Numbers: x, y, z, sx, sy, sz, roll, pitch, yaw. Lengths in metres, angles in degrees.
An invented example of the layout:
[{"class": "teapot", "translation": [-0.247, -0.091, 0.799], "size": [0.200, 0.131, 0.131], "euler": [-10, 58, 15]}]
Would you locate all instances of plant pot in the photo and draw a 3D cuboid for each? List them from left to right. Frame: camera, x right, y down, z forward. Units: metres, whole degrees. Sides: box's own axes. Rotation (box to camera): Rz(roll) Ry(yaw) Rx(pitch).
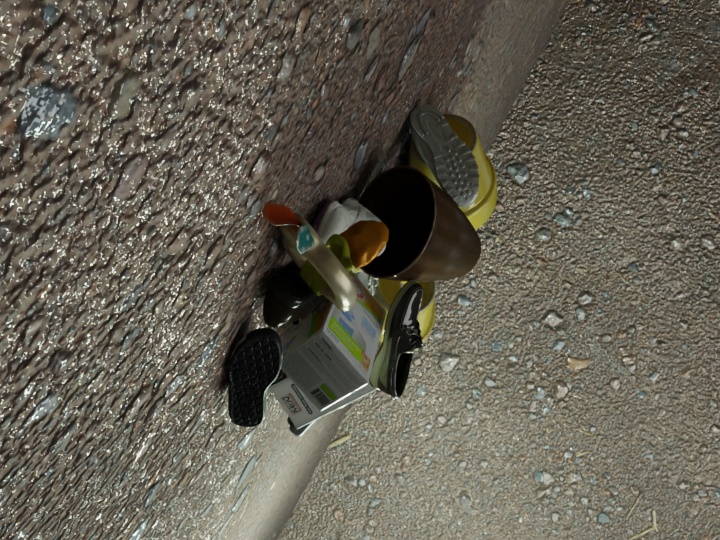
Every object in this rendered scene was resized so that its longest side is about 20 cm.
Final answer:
[{"class": "plant pot", "translation": [0.072, 0.065, 1.460], "size": [0.202, 0.199, 0.189], "euler": [-56, 176, -26]}, {"class": "plant pot", "translation": [0.114, -0.057, 1.211], "size": [0.199, 0.187, 0.189], "euler": [18, 104, -44]}, {"class": "plant pot", "translation": [0.174, -0.200, 1.405], "size": [0.202, 0.199, 0.190], "euler": [-57, 156, -20]}]

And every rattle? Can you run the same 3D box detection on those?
[{"class": "rattle", "translation": [-0.029, -0.049, 0.866], "size": [0.141, 0.131, 0.201], "euler": [-28, 141, -4]}]

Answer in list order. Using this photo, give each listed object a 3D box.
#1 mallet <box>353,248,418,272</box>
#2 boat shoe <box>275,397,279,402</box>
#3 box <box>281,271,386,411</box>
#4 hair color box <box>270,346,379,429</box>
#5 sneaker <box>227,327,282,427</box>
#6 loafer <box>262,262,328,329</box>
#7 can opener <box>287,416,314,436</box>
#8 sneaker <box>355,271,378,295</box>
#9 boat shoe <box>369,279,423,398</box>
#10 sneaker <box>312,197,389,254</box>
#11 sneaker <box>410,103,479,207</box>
[{"class": "mallet", "translation": [0.019, -0.015, 1.246], "size": [0.198, 0.041, 0.066], "euler": [-20, 146, -21]}, {"class": "boat shoe", "translation": [-0.104, 0.161, 1.341], "size": [0.201, 0.072, 0.062], "euler": [-52, 127, -8]}, {"class": "box", "translation": [-0.041, 0.101, 1.109], "size": [0.101, 0.113, 0.201], "euler": [-33, -163, 25]}, {"class": "hair color box", "translation": [-0.053, 0.190, 1.256], "size": [0.198, 0.101, 0.061], "euler": [-28, -165, 12]}, {"class": "sneaker", "translation": [-0.157, 0.140, 1.011], "size": [0.083, 0.071, 0.202], "euler": [-91, -163, -49]}, {"class": "loafer", "translation": [-0.092, 0.035, 1.004], "size": [0.072, 0.073, 0.200], "euler": [-53, 169, 16]}, {"class": "can opener", "translation": [-0.054, 0.247, 1.367], "size": [0.200, 0.067, 0.053], "euler": [-47, -157, 3]}, {"class": "sneaker", "translation": [0.000, 0.000, 1.324], "size": [0.075, 0.086, 0.201], "euler": [-49, 164, -43]}, {"class": "boat shoe", "translation": [0.074, 0.115, 1.159], "size": [0.073, 0.064, 0.203], "euler": [-13, 124, -52]}, {"class": "sneaker", "translation": [-0.012, -0.057, 1.041], "size": [0.076, 0.099, 0.200], "euler": [-62, 170, 24]}, {"class": "sneaker", "translation": [0.150, -0.198, 1.256], "size": [0.075, 0.202, 0.081], "euler": [-21, 165, -10]}]
